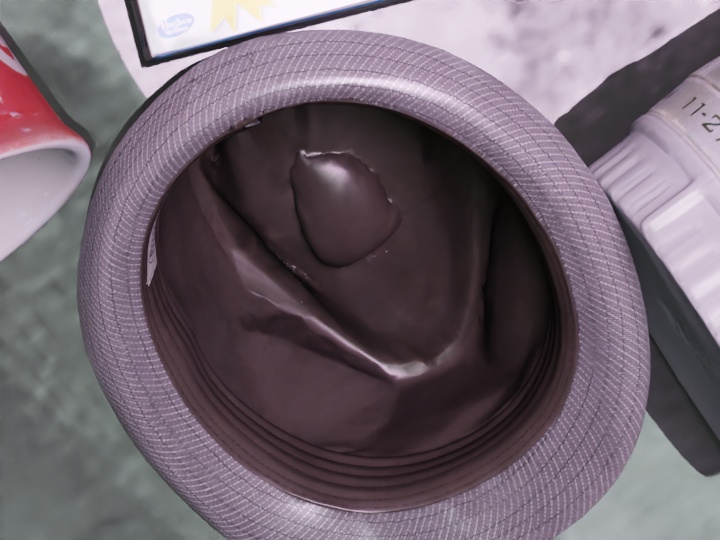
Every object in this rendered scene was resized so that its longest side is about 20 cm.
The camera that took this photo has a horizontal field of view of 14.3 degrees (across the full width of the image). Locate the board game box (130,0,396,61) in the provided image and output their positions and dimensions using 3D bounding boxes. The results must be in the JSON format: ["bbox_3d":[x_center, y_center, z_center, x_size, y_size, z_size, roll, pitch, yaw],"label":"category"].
[{"bbox_3d":[0.023,-0.109,0.942,0.199,0.134,0.034,-14,94,-4],"label":"board game box"}]

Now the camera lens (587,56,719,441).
[{"bbox_3d":[0.194,-0.024,0.949,0.200,0.160,0.160,-32,96,-2],"label":"camera lens"}]

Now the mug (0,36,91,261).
[{"bbox_3d":[-0.211,-0.072,0.917,0.177,0.133,0.200,-34,81,10],"label":"mug"}]

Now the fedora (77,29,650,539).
[{"bbox_3d":[0.000,0.000,0.956,0.177,0.090,0.200,-32,113,15],"label":"fedora"}]
